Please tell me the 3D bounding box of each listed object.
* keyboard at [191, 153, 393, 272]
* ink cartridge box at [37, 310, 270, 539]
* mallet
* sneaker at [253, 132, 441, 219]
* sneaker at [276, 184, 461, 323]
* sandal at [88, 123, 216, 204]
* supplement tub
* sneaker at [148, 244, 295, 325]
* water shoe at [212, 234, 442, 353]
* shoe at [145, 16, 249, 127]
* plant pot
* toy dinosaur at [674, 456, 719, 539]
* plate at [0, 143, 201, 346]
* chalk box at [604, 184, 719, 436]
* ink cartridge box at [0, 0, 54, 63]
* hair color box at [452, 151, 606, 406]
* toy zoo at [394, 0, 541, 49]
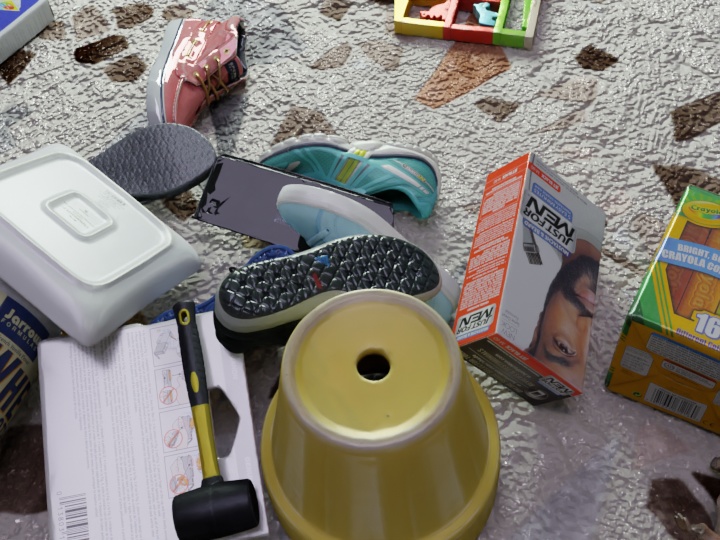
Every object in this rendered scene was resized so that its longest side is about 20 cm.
[{"bbox_3d":[-0.072,-0.034,0.889,0.199,0.021,0.128,18,78,10],"label":"keyboard"},{"bbox_3d":[-0.175,0.144,0.758,0.175,0.045,0.201,-10,69,-4],"label":"ink cartridge box"},{"bbox_3d":[-0.139,0.121,0.728,0.065,0.041,0.201,-20,66,-5],"label":"mallet"},{"bbox_3d":[-0.017,-0.090,0.919,0.199,0.078,0.080,2,65,6],"label":"sneaker"},{"bbox_3d":[0.000,0.000,0.817,0.199,0.074,0.082,33,65,-7],"label":"sneaker"},{"bbox_3d":[-0.246,-0.097,0.944,0.199,0.043,0.077,-19,76,4],"label":"sandal"},{"bbox_3d":[-0.356,0.071,0.787,0.144,0.145,0.201,14,58,14],"label":"supplement tub"},{"bbox_3d":[-0.123,0.055,0.833,0.199,0.078,0.070,-33,60,8],"label":"sneaker"},{"bbox_3d":[-0.029,0.021,0.767,0.199,0.079,0.072,-7,60,-19],"label":"water shoe"},{"bbox_3d":[-0.180,-0.218,1.017,0.090,0.072,0.201,-5,51,8],"label":"shoe"},{"bbox_3d":[0.014,0.118,0.701,0.199,0.189,0.202,-2,55,2],"label":"plant pot"},{"bbox_3d":[0.323,0.215,0.670,0.135,0.086,0.200,-26,58,-12],"label":"toy dinosaur"},{"bbox_3d":[-0.260,-0.041,0.814,0.199,0.032,0.200,38,28,3],"label":"plate"},{"bbox_3d":[0.313,0.020,0.784,0.124,0.124,0.200,22,60,18],"label":"chalk box"},{"bbox_3d":[-0.523,-0.304,1.121,0.197,0.047,0.200,30,64,21],"label":"ink cartridge box"},{"bbox_3d":[0.156,0.006,0.811,0.111,0.064,0.201,33,55,-24],"label":"hair color box"},{"bbox_3d":[0.122,-0.335,1.105,0.199,0.021,0.132,9,57,11],"label":"toy zoo"}]
